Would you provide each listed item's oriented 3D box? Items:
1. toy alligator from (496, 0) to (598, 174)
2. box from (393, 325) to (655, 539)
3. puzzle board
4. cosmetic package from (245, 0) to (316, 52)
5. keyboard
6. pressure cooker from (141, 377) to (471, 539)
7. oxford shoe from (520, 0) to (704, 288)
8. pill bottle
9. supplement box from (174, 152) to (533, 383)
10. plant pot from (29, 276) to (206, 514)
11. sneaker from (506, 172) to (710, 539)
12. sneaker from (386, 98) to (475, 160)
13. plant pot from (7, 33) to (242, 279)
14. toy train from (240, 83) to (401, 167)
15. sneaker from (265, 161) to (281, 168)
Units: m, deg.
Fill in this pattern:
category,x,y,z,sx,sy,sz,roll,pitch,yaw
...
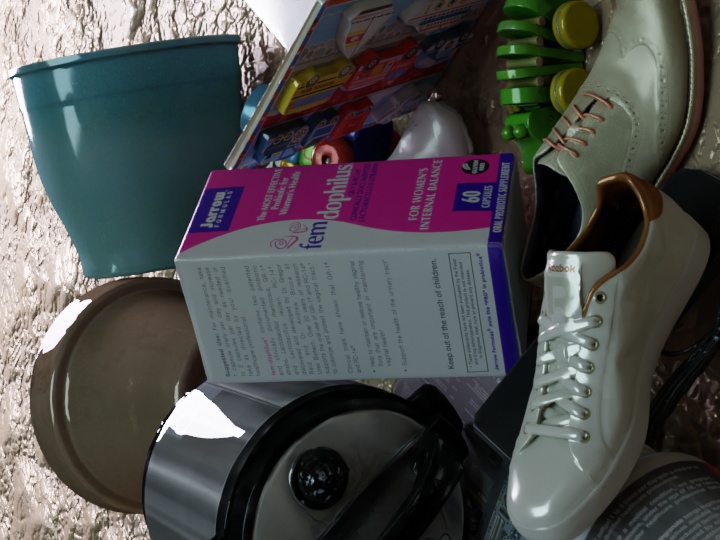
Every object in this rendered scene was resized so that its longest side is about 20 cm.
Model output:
category,x,y,z,sx,sy,sz,roll,pitch,yaw
toy alligator,0.110,-0.105,0.987,0.059,0.054,0.201,4,92,58
box,0.090,0.122,1.012,0.200,0.051,0.158,46,126,48
puzzle board,0.012,-0.136,1.022,0.017,0.200,0.151,49,133,16
cosmetic package,-0.026,-0.214,1.167,0.200,0.101,0.074,56,134,45
keyboard,0.154,0.037,0.856,0.200,0.021,0.127,-51,33,1
pressure cooker,-0.031,0.153,0.991,0.200,0.178,0.176,7,92,59
oxford shoe,0.145,-0.077,0.911,0.071,0.074,0.201,30,114,55
pill bottle,0.175,0.164,0.819,0.200,0.110,0.111,40,122,51
supplement box,0.000,0.000,0.968,0.101,0.199,0.104,-77,-21,-52
plant pot,-0.138,0.098,1.243,0.174,0.200,0.201,-8,82,55
sneaker,0.110,0.040,0.812,0.073,0.085,0.200,0,59,48
sneaker,0.022,-0.027,1.096,0.075,0.087,0.200,49,127,50
plant pot,-0.187,-0.094,1.349,0.200,0.200,0.189,-2,99,58
toy train,-0.051,-0.034,1.179,0.116,0.085,0.200,26,113,28
sneaker,-0.065,-0.055,1.250,0.200,0.072,0.072,-58,41,37
